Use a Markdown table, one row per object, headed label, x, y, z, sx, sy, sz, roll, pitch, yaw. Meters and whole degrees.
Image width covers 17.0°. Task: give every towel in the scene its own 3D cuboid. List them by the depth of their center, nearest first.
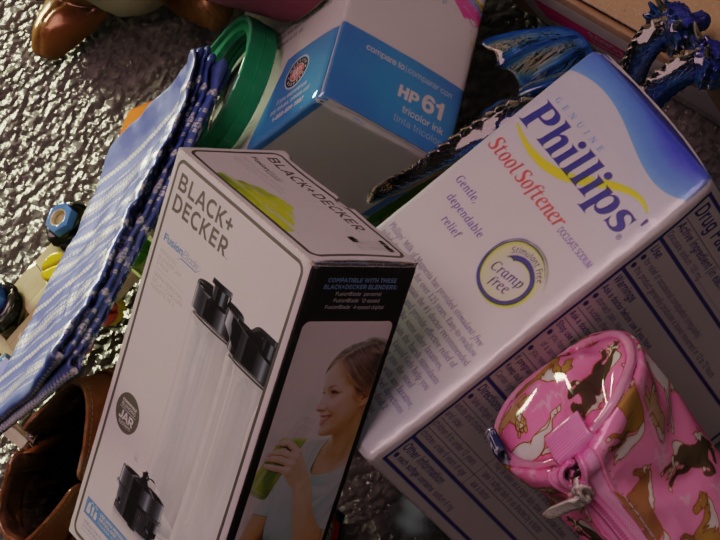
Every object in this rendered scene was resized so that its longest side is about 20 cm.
| label | x | y | z | sx | sy | sz | roll | pitch | yaw |
| --- | --- | --- | --- | --- | --- | --- | --- | --- | --- |
| towel | -0.136 | -0.012 | 1.218 | 0.145 | 0.024 | 0.201 | -36 | 25 | 56 |

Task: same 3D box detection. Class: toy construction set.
| label | x | y | z | sx | sy | sz | roll | pitch | yaw |
| --- | --- | --- | --- | --- | --- | --- | --- | --- | --- |
| toy construction set | -0.150 | 0.023 | 1.333 | 0.200 | 0.092 | 0.131 | -38 | 45 | -8 |

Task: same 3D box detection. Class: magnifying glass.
| label | x | y | z | sx | sy | sz | roll | pitch | yaw |
| --- | --- | --- | --- | --- | --- | --- | --- | --- | --- |
| magnifying glass | -0.092 | -0.090 | 1.303 | 0.200 | 0.022 | 0.080 | -13 | 55 | 68 |

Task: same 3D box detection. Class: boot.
| label | x | y | z | sx | sy | sz | roll | pitch | yaw |
| --- | --- | --- | --- | --- | --- | --- | --- | --- | --- |
| boot | -0.098 | 0.056 | 1.210 | 0.077 | 0.155 | 0.201 | 35 | 104 | 33 |

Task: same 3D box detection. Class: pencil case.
| label | x | y | z | sx | sy | sz | roll | pitch | yaw |
| --- | --- | --- | --- | --- | --- | --- | --- | --- | --- |
| pencil case | 0.140 | 0.121 | 1.055 | 0.087 | 0.200 | 0.083 | -47 | 24 | -18 |

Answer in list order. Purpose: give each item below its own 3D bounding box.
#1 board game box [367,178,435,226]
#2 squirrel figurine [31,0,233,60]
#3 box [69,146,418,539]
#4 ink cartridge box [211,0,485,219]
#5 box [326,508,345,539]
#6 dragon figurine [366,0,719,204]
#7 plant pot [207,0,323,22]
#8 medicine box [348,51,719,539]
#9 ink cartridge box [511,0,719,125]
| label | x | y | z | sx | sy | sz | roll | pitch | yaw |
| --- | --- | --- | --- | --- | --- | --- | --- | --- | --- |
| board game box | 0.000 | 0.000 | 1.306 | 0.095 | 0.030 | 0.201 | -13 | 60 | 22 |
| squirrel figurine | -0.161 | -0.252 | 1.433 | 0.141 | 0.187 | 0.201 | 0 | 62 | 31 |
| box | -0.056 | 0.058 | 1.074 | 0.117 | 0.060 | 0.201 | 41 | 120 | 44 |
| ink cartridge box | -0.002 | -0.131 | 1.279 | 0.144 | 0.084 | 0.201 | -31 | 39 | 54 |
| box | -0.062 | 0.192 | 1.178 | 0.034 | 0.110 | 0.201 | -2 | 63 | 27 |
| dragon figurine | 0.091 | -0.081 | 1.167 | 0.198 | 0.100 | 0.059 | -4 | 34 | -21 |
| plant pot | -0.083 | -0.221 | 1.209 | 0.200 | 0.178 | 0.201 | -46 | 28 | 34 |
| medicine box | 0.092 | 0.031 | 1.141 | 0.200 | 0.182 | 0.103 | -39 | 52 | 3 |
| ink cartridge box | 0.185 | -0.180 | 1.280 | 0.200 | 0.075 | 0.165 | 36 | 85 | 37 |
